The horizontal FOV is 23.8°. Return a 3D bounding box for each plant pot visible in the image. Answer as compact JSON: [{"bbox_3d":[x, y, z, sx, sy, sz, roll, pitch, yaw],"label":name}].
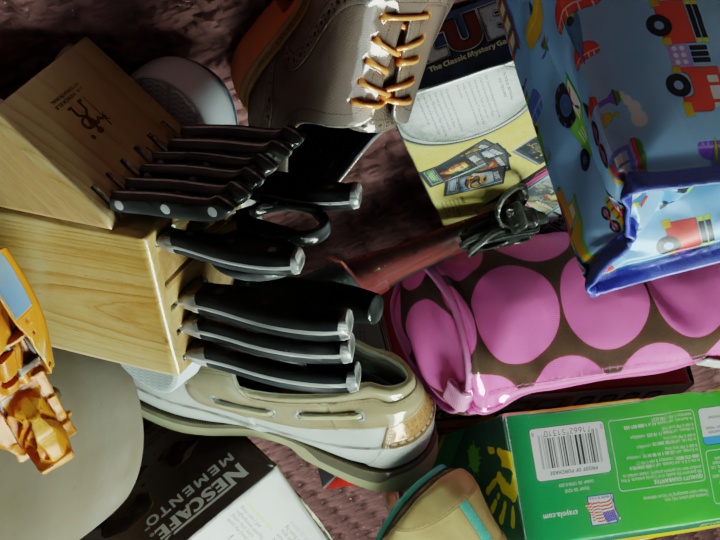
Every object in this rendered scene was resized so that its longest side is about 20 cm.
[{"bbox_3d":[-0.208,0.087,0.828,0.173,0.201,0.200,-13,163,-48],"label":"plant pot"}]

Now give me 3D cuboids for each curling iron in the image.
[{"bbox_3d":[0.000,0.000,0.794,0.199,0.026,0.050,-20,169,-18],"label":"curling iron"}]

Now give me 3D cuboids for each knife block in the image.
[{"bbox_3d":[-0.086,0.003,0.699,0.200,0.176,0.064,-42,-176,47],"label":"knife block"}]

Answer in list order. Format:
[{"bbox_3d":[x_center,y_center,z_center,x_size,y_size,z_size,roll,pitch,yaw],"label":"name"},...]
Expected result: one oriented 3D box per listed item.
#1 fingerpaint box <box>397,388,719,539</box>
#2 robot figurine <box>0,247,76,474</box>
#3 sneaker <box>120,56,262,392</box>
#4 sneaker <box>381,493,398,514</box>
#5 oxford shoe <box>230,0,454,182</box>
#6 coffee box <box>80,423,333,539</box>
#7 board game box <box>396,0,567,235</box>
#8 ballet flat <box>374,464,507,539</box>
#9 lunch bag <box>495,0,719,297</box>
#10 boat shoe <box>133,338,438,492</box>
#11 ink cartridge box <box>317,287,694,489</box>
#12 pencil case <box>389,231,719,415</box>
[{"bbox_3d":[0.141,0.115,0.950,0.199,0.074,0.167,-5,169,-21],"label":"fingerpaint box"},{"bbox_3d":[-0.186,0.013,0.631,0.145,0.058,0.200,-34,131,-15],"label":"robot figurine"},{"bbox_3d":[-0.079,-0.029,0.775,0.071,0.073,0.200,-48,164,-36],"label":"sneaker"},{"bbox_3d":[0.069,0.127,1.203,0.080,0.072,0.200,-11,166,-15],"label":"sneaker"},{"bbox_3d":[0.012,-0.096,0.657,0.071,0.073,0.200,-2,154,-25],"label":"oxford shoe"},{"bbox_3d":[-0.124,0.170,0.916,0.200,0.113,0.080,-39,121,-11],"label":"coffee box"},{"bbox_3d":[0.091,-0.071,0.810,0.135,0.035,0.200,-17,157,6],"label":"board game box"},{"bbox_3d":[0.026,0.164,0.903,0.069,0.063,0.200,-38,169,-25],"label":"ballet flat"},{"bbox_3d":[0.167,-0.092,0.660,0.199,0.151,0.094,-11,157,-9],"label":"lunch bag"},{"bbox_3d":[-0.053,0.047,0.879,0.199,0.075,0.069,15,138,19],"label":"boat shoe"},{"bbox_3d":[0.087,0.055,1.030,0.199,0.084,0.176,-3,154,-25],"label":"ink cartridge box"},{"bbox_3d":[0.118,0.024,0.878,0.199,0.094,0.091,-8,162,-21],"label":"pencil case"}]
